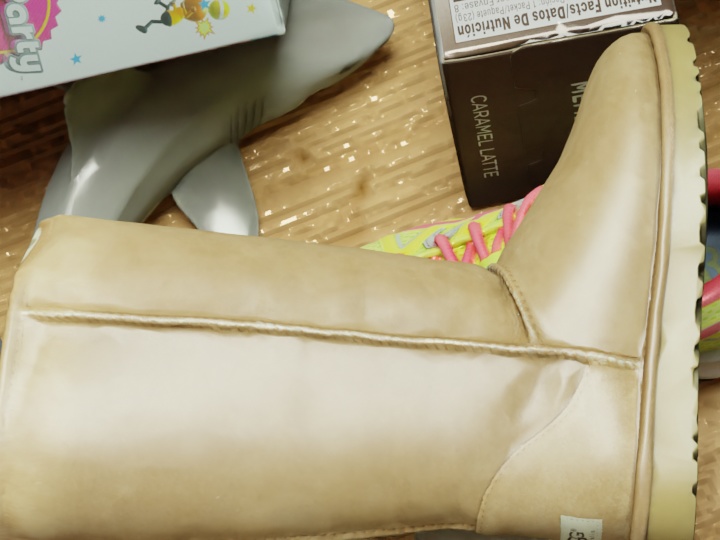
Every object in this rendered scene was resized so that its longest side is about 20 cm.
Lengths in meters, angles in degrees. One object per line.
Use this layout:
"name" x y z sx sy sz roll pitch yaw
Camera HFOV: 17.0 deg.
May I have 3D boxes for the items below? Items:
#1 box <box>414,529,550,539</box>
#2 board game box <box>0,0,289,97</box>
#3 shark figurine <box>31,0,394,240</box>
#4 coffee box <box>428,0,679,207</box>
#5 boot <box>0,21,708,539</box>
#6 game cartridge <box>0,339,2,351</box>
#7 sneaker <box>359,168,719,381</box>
"box" 0.057 0.140 0.732 0.077 0.095 0.201 -2 68 9
"board game box" -0.126 -0.100 0.834 0.199 0.148 0.065 -14 105 4
"shark figurine" -0.086 -0.023 0.831 0.127 0.090 0.216 16 69 17
"coffee box" 0.057 -0.140 0.840 0.079 0.114 0.201 -10 67 5
"boot" 0.000 0.000 0.704 0.198 0.066 0.176 4 62 3
"game cartridge" -0.120 0.074 0.768 0.041 0.133 0.201 -30 65 5
"sneaker" 0.056 0.002 0.792 0.199 0.090 0.079 -15 66 4
